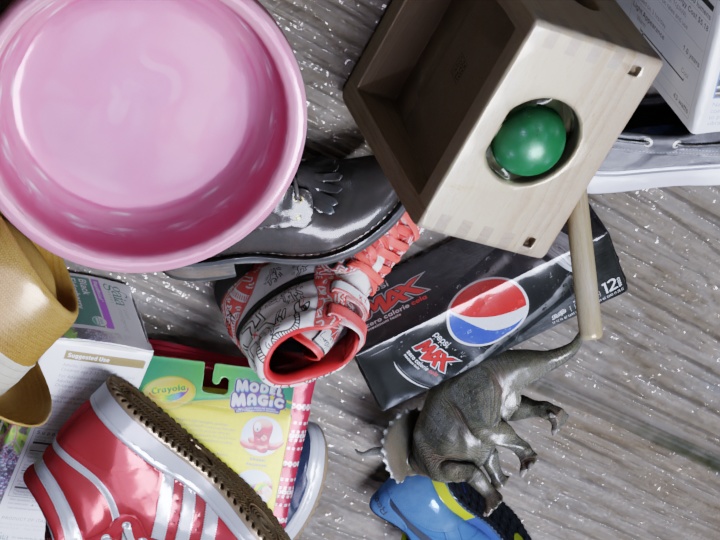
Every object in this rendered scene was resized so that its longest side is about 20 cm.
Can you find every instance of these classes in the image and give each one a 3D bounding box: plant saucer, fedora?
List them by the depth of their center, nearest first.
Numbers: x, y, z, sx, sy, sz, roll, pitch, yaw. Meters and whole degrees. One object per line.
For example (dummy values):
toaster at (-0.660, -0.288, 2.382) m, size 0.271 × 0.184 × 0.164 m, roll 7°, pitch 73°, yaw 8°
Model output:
plant saucer at (-0.133, -0.097, 1.318) m, size 0.200 × 0.051 × 0.201 m, roll -3°, pitch 116°, yaw -5°
fedora at (-0.234, 0.000, 1.355) m, size 0.082 × 0.201 × 0.201 m, roll -36°, pitch 131°, yaw 8°

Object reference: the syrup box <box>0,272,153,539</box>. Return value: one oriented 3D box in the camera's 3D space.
syrup box at (-0.217, 0.104, 1.518) m, size 0.081 × 0.079 × 0.200 m, roll 8°, pitch 123°, yaw -27°

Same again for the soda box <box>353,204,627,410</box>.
soda box at (0.084, 0.018, 1.581) m, size 0.200 × 0.071 × 0.063 m, roll -27°, pitch 131°, yaw -1°

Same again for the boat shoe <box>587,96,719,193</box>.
boat shoe at (0.230, -0.104, 1.553) m, size 0.200 × 0.070 × 0.066 m, roll -6°, pitch 130°, yaw -9°

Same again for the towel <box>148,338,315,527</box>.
towel at (-0.119, 0.152, 1.577) m, size 0.144 × 0.022 × 0.200 m, roll 10°, pitch 104°, yaw -14°

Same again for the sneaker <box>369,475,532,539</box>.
sneaker at (0.079, 0.214, 1.744) m, size 0.078 × 0.066 × 0.200 m, roll -30°, pitch 132°, yaw 16°

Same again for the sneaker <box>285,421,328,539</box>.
sneaker at (-0.113, 0.182, 1.630) m, size 0.108 × 0.070 × 0.200 m, roll 19°, pitch 120°, yaw -34°

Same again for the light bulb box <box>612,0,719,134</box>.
light bulb box at (0.235, -0.223, 1.369) m, size 0.125 × 0.198 × 0.200 m, roll -7°, pitch 130°, yaw -20°

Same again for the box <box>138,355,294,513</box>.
box at (-0.118, 0.155, 1.543) m, size 0.117 × 0.048 × 0.200 m, roll 9°, pitch 106°, yaw -13°

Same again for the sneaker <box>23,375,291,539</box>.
sneaker at (-0.136, 0.171, 1.484) m, size 0.112 × 0.071 × 0.200 m, roll -43°, pitch 110°, yaw 7°

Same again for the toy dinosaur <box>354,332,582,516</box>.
toy dinosaur at (0.083, 0.109, 1.599) m, size 0.102 × 0.077 × 0.200 m, roll 39°, pitch 121°, yaw -1°

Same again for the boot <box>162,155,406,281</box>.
boot at (-0.068, -0.072, 1.422) m, size 0.200 × 0.069 × 0.174 m, roll -17°, pitch 144°, yaw -3°

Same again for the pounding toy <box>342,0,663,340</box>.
pounding toy at (0.103, -0.094, 1.414) m, size 0.142 × 0.200 × 0.184 m, roll 13°, pitch 120°, yaw -31°

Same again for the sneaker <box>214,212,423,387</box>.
sneaker at (0.000, 0.001, 1.507) m, size 0.201 × 0.108 × 0.067 m, roll -33°, pitch 132°, yaw 5°
